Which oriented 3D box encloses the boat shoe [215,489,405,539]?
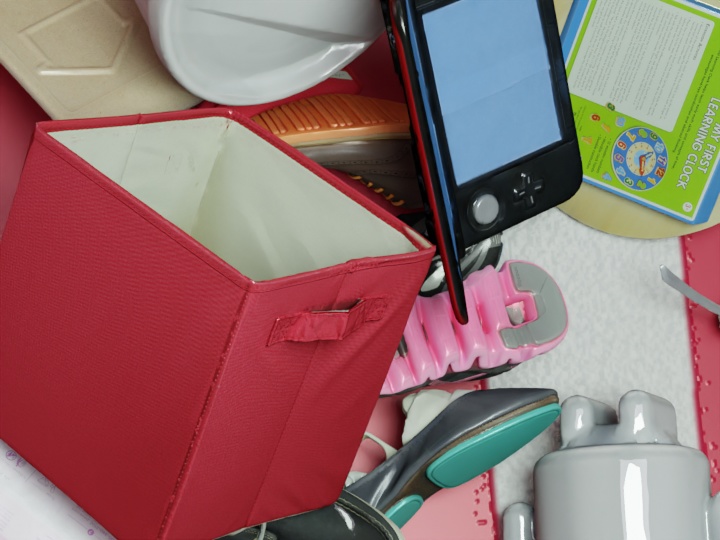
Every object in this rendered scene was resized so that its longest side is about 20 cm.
[{"bbox_3d":[-0.069,0.149,1.204,0.198,0.068,0.072,20,88,9],"label":"boat shoe"}]

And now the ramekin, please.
[{"bbox_3d":[-0.056,-0.205,1.187,0.202,0.203,0.094,-33,58,-14],"label":"ramekin"}]

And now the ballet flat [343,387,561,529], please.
[{"bbox_3d":[0.031,0.119,1.251,0.199,0.073,0.073,-38,86,4],"label":"ballet flat"}]

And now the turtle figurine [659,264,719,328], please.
[{"bbox_3d":[0.304,0.037,1.290,0.143,0.200,0.195,-30,88,20],"label":"turtle figurine"}]

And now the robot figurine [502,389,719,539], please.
[{"bbox_3d":[0.167,0.179,1.249,0.168,0.113,0.202,-7,77,30],"label":"robot figurine"}]

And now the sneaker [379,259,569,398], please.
[{"bbox_3d":[0.030,0.049,1.260,0.198,0.095,0.080,-5,71,-18],"label":"sneaker"}]

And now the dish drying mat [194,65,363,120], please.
[{"bbox_3d":[-0.078,-0.080,1.284,0.077,0.018,0.200,50,61,-20],"label":"dish drying mat"}]

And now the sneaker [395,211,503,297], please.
[{"bbox_3d":[0.000,0.000,1.274,0.198,0.083,0.071,-8,80,-12],"label":"sneaker"}]

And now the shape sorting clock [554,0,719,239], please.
[{"bbox_3d":[0.191,-0.118,1.310,0.198,0.039,0.202,4,108,13],"label":"shape sorting clock"}]

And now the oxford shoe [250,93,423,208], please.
[{"bbox_3d":[0.016,-0.072,1.284,0.198,0.071,0.074,-2,114,-13],"label":"oxford shoe"}]

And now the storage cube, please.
[{"bbox_3d":[-0.095,0.029,1.128,0.199,0.170,0.181,34,115,29],"label":"storage cube"}]

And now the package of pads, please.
[{"bbox_3d":[-0.190,0.159,1.178,0.199,0.121,0.076,36,66,6],"label":"package of pads"}]

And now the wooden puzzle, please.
[{"bbox_3d":[-0.166,-0.176,1.275,0.185,0.046,0.200,-33,73,-30],"label":"wooden puzzle"}]

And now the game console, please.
[{"bbox_3d":[0.080,-0.098,1.189,0.171,0.118,0.202,-24,116,-24],"label":"game console"}]
